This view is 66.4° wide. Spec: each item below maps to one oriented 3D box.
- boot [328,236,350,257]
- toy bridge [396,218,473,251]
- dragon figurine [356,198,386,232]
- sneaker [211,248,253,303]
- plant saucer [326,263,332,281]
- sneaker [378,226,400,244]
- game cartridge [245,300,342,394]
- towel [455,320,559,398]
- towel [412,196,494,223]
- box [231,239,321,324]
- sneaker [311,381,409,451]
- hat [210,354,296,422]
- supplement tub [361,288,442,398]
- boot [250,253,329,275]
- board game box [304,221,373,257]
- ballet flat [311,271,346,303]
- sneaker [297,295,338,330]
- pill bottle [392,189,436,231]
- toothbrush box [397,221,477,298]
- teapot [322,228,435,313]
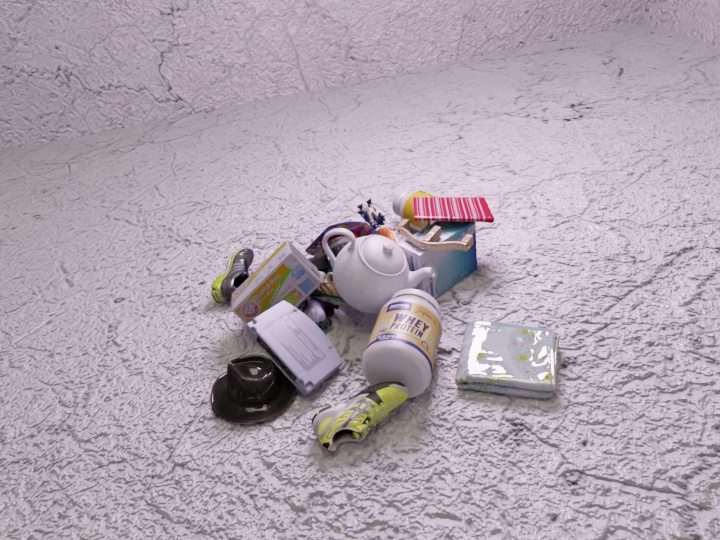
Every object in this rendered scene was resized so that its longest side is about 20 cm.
[{"bbox_3d":[-0.002,0.001,1.442,0.073,0.203,0.156,-29,69,24],"label":"boot"},{"bbox_3d":[0.168,-0.076,1.292,0.198,0.028,0.067,18,46,35],"label":"toy bridge"},{"bbox_3d":[0.035,-0.152,1.655,0.058,0.101,0.200,-27,-8,-4],"label":"dragon figurine"},{"bbox_3d":[-0.333,0.012,1.521,0.080,0.075,0.202,-4,41,22],"label":"sneaker"},{"bbox_3d":[-0.109,0.020,1.498,0.198,0.019,0.070,-28,38,-26],"label":"plant saucer"},{"bbox_3d":[0.077,-0.061,1.522,0.076,0.074,0.201,-26,31,-1],"label":"sneaker"},{"bbox_3d":[-0.139,0.161,1.197,0.200,0.041,0.133,45,48,14],"label":"game cartridge"},{"bbox_3d":[0.304,0.178,1.130,0.196,0.049,0.172,3,35,19],"label":"towel"},{"bbox_3d":[0.231,-0.152,1.387,0.196,0.023,0.145,1,27,3],"label":"towel"},{"bbox_3d":[-0.204,0.044,1.320,0.200,0.112,0.102,-44,24,5],"label":"box"},{"bbox_3d":[0.007,0.281,1.049,0.198,0.076,0.077,-26,43,-4],"label":"sneaker"},{"bbox_3d":[-0.235,0.230,1.168,0.197,0.082,0.202,-8,35,5],"label":"hat"},{"bbox_3d":[0.093,0.147,1.145,0.142,0.146,0.201,2,36,18],"label":"supplement tub"},{"bbox_3d":[-0.188,0.004,1.465,0.197,0.067,0.165,-23,11,-14],"label":"boot"},{"bbox_3d":[-0.052,-0.067,1.497,0.156,0.200,0.040,1,64,-37],"label":"board game box"},{"bbox_3d":[-0.090,0.036,1.372,0.198,0.070,0.066,9,80,43],"label":"ballet flat"},{"bbox_3d":[-0.119,0.128,1.296,0.086,0.075,0.201,7,37,16],"label":"sneaker"},{"bbox_3d":[0.185,-0.170,1.612,0.110,0.113,0.199,-29,38,-26],"label":"pill bottle"},{"bbox_3d":[0.196,-0.033,1.377,0.199,0.148,0.085,-32,39,-28],"label":"toothbrush box"},{"bbox_3d":[0.033,-0.012,1.263,0.198,0.147,0.199,-15,59,-35],"label":"teapot"}]
